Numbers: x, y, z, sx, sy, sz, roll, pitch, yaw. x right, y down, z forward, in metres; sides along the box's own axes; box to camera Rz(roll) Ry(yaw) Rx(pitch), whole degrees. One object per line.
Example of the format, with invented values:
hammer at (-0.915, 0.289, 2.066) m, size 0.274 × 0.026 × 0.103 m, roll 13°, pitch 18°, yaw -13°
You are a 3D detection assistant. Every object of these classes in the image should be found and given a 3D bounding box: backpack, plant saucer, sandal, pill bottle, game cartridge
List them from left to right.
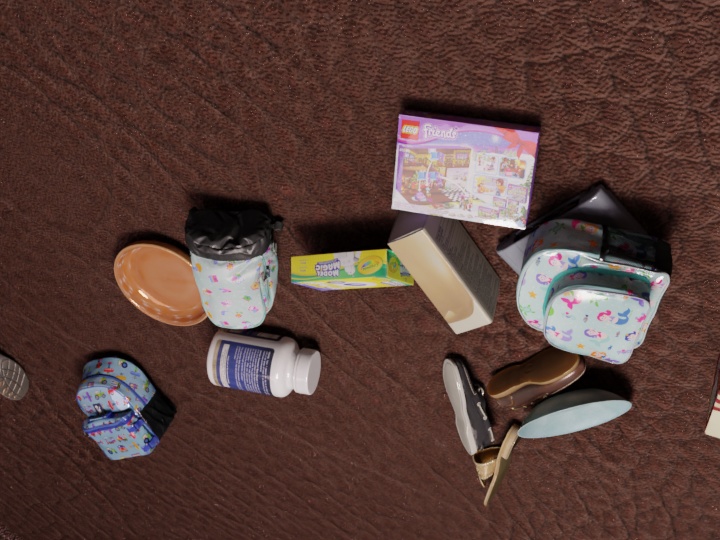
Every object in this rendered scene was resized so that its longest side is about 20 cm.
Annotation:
backpack at (-0.520, 0.287, 1.847) m, size 0.179 × 0.136 × 0.202 m, roll -10°, pitch 124°, yaw 28°
plant saucer at (-0.360, 0.019, 1.599) m, size 0.196 × 0.038 × 0.203 m, roll 11°, pitch 134°, yaw 11°
backpack at (-0.213, -0.001, 1.458) m, size 0.163 × 0.128 × 0.202 m, roll 7°, pitch 137°, yaw 11°
pill bottle at (-0.178, 0.175, 1.618) m, size 0.196 × 0.112 × 0.113 m, roll 8°, pitch 134°, yaw 15°
sandal at (0.251, 0.359, 1.659) m, size 0.069 × 0.077 × 0.214 m, roll 30°, pitch 133°, yaw 21°
plant saucer at (0.359, 0.238, 1.469) m, size 0.197 × 0.039 × 0.202 m, roll -11°, pitch 157°, yaw -5°
game cartridge at (0.316, -0.033, 1.280) m, size 0.133 × 0.042 × 0.199 m, roll 44°, pitch 132°, yaw -14°
backpack at (0.318, 0.025, 1.212) m, size 0.196 × 0.152 × 0.180 m, roll 18°, pitch 137°, yaw 11°

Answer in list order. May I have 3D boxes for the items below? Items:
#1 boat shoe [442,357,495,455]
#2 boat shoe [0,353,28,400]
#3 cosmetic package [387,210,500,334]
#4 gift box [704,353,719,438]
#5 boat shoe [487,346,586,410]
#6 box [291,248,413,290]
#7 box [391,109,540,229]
boat shoe at (0.199, 0.240, 1.562) m, size 0.059 × 0.074 × 0.203 m, roll -22°, pitch 111°, yaw -12°
boat shoe at (-0.833, 0.216, 1.962) m, size 0.073 × 0.075 × 0.202 m, roll 17°, pitch 146°, yaw 43°
cosmetic package at (0.132, -0.012, 1.325) m, size 0.070 × 0.106 × 0.201 m, roll -21°, pitch 119°, yaw 34°
gift box at (0.615, 0.161, 1.244) m, size 0.183 × 0.186 × 0.202 m, roll 15°, pitch 140°, yaw 20°
boat shoe at (0.308, 0.186, 1.466) m, size 0.070 × 0.071 × 0.199 m, roll 38°, pitch 141°, yaw -21°
box at (0.000, 0.000, 1.387) m, size 0.196 × 0.050 × 0.117 m, roll -6°, pitch 170°, yaw 25°
box at (0.146, -0.143, 1.212) m, size 0.196 × 0.039 × 0.140 m, roll 10°, pitch 114°, yaw 13°
